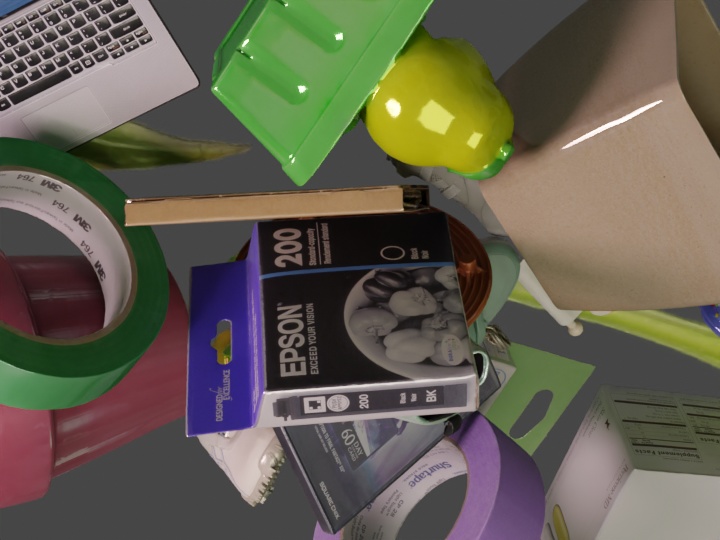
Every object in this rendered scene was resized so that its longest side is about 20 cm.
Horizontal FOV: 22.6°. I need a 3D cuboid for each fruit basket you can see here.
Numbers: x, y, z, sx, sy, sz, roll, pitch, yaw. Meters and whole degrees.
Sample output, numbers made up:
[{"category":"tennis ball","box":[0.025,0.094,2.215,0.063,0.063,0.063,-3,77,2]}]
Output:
[{"category":"fruit basket","box":[0.020,-0.147,1.256,0.214,0.156,0.217,-1,113,-3]}]

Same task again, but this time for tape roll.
[{"category":"tape roll","box":[-0.234,0.000,1.268,0.200,0.201,0.048,18,139,-26]},{"category":"tape roll","box":[0.054,0.210,1.487,0.200,0.201,0.066,-38,125,18]}]

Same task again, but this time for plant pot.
[{"category":"plant pot","box":[0.197,-0.084,1.345,0.176,0.200,0.200,-23,123,24]},{"category":"plant pot","box":[-0.230,0.068,1.379,0.178,0.200,0.201,-13,133,-24]}]

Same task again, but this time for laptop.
[{"category":"laptop","box":[-0.231,-0.132,1.250,0.186,0.116,0.200,-25,130,8]}]

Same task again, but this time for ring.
[{"category":"ring","box":[0.000,0.000,1.359,0.199,0.201,0.019,-9,130,-6]}]

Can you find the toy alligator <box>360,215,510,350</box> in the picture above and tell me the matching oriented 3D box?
[{"category":"toy alligator","box":[0.047,0.025,1.485,0.054,0.059,0.200,-37,128,17]}]

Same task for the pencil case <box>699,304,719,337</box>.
[{"category":"pencil case","box":[0.368,-0.023,1.514,0.086,0.078,0.200,14,124,-26]}]

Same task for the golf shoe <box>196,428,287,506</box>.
[{"category":"golf shoe","box":[-0.104,0.133,1.462,0.097,0.200,0.078,36,79,-9]}]

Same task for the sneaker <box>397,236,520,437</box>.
[{"category":"sneaker","box":[0.080,0.051,1.365,0.200,0.118,0.074,-41,120,-26]}]

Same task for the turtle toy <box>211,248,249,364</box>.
[{"category":"turtle toy","box":[-0.047,0.061,1.452,0.200,0.146,0.101,39,81,-36]}]

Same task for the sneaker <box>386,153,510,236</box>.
[{"category":"sneaker","box":[0.062,-0.097,1.395,0.082,0.075,0.200,-18,131,27]}]

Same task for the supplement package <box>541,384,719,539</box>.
[{"category":"supplement package","box":[0.268,0.222,1.669,0.155,0.111,0.201,7,126,-19]}]

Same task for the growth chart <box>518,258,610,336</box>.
[{"category":"growth chart","box":[0.217,-0.032,1.509,0.200,0.018,0.144,-41,127,21]}]

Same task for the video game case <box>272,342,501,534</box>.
[{"category":"video game case","box":[0.018,0.090,1.409,0.200,0.019,0.143,-38,118,-27]}]

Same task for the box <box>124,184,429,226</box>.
[{"category":"box","box":[-0.055,-0.049,1.316,0.199,0.163,0.021,-3,92,9]}]

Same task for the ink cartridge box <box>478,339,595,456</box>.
[{"category":"ink cartridge box","box":[0.097,0.123,1.588,0.199,0.048,0.146,18,122,-24]}]

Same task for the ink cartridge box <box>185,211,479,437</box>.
[{"category":"ink cartridge box","box":[-0.026,0.033,1.268,0.199,0.199,0.044,-6,126,-2]}]
